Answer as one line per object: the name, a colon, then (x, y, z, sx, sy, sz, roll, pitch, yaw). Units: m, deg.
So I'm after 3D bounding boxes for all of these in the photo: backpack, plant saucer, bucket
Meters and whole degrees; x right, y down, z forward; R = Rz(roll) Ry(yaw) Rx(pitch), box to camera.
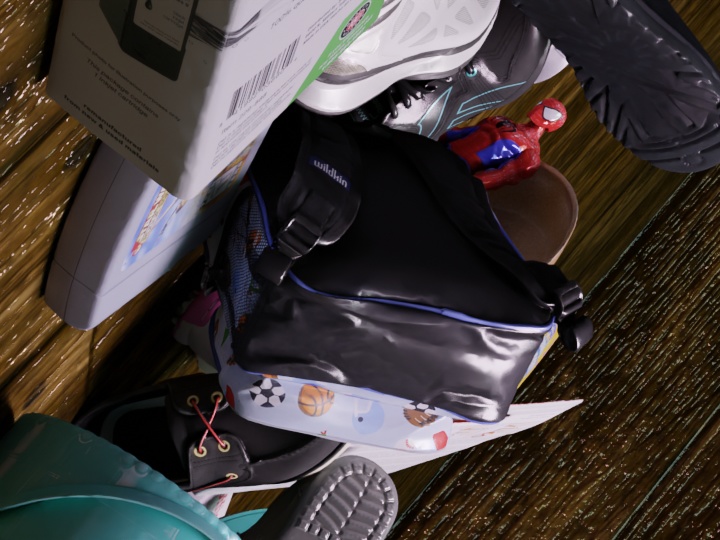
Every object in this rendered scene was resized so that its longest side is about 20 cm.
backpack: (0.000, 0.000, 1.350, 0.154, 0.200, 0.191, -57, -151, 31)
plant saucer: (0.045, -0.010, 1.575, 0.200, 0.200, 0.035, -44, 132, -37)
bucket: (-0.152, 0.183, 1.332, 0.135, 0.207, 0.207, -56, 172, -19)

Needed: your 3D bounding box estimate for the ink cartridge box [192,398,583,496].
ink cartridge box: (0.012, 0.091, 1.507, 0.160, 0.047, 0.200, 0, 162, -44)

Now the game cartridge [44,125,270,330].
game cartridge: (-0.089, -0.060, 1.218, 0.133, 0.042, 0.200, -47, 170, -50)

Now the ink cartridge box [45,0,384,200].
ink cartridge box: (-0.041, -0.145, 0.985, 0.146, 0.084, 0.200, -46, 168, -32)

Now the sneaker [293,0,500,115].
sneaker: (0.037, -0.162, 1.308, 0.200, 0.076, 0.115, -37, 164, -49)

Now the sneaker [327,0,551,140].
sneaker: (0.040, -0.111, 1.457, 0.079, 0.075, 0.200, -21, 162, -50)

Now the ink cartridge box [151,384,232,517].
ink cartridge box: (-0.175, 0.190, 1.567, 0.200, 0.086, 0.148, -44, 166, -33)

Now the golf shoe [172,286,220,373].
golf shoe: (-0.063, 0.045, 1.550, 0.075, 0.092, 0.200, -50, 169, -5)

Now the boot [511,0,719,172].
boot: (0.164, -0.178, 1.421, 0.076, 0.200, 0.168, -23, -147, 40)

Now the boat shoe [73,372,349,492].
boat shoe: (-0.087, 0.096, 1.441, 0.201, 0.074, 0.063, -13, 176, 35)

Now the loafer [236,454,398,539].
loafer: (-0.053, 0.195, 1.456, 0.200, 0.075, 0.070, -49, -166, -8)

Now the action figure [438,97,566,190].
action figure: (0.049, -0.063, 1.574, 0.200, 0.065, 0.052, -26, 134, -20)

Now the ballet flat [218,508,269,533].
ballet flat: (-0.117, 0.211, 1.508, 0.200, 0.068, 0.068, -29, 164, -40)

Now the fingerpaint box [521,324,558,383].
fingerpaint box: (0.059, 0.005, 1.741, 0.073, 0.167, 0.200, -51, 171, -5)

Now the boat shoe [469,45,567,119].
boat shoe: (0.079, -0.149, 1.584, 0.072, 0.068, 0.200, -57, -167, -14)
